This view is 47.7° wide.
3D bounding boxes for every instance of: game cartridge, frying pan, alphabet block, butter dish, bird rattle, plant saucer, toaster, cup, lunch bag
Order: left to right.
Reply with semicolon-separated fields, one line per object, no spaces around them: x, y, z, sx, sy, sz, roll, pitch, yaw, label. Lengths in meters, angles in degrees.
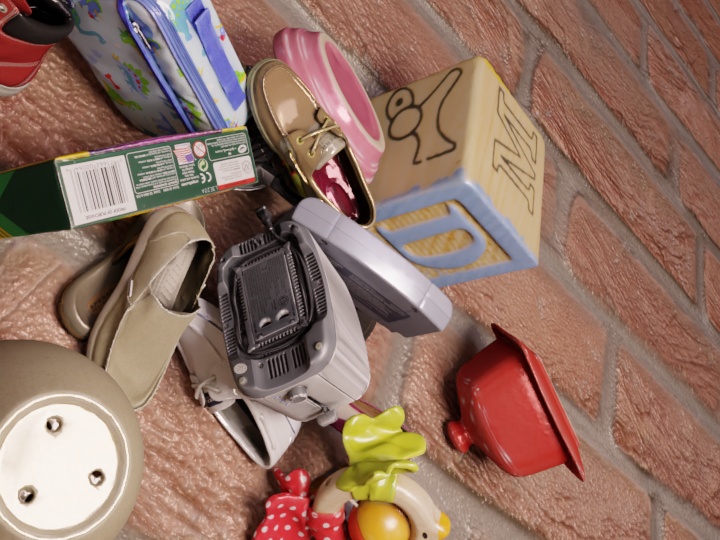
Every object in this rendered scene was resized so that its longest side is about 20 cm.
-0.244;0.147;0.614;0.197;0.142;0.205;8;76;-34;cup
-0.193;-0.209;0.780;0.083;0.158;0.201;-58;149;-25;lunch bag
-0.122;-0.104;0.880;0.189;0.031;0.114;41;36;27;frying pan
-0.064;0.050;0.796;0.129;0.112;0.203;52;17;-54;toaster
-0.028;-0.195;0.943;0.202;0.050;0.202;55;19;-28;plant saucer
-0.003;0.245;0.811;0.163;0.200;0.113;43;20;-10;bird rattle
0.000;0.000;0.862;0.199;0.133;0.041;37;75;-13;game cartridge
0.117;-0.120;1.071;0.196;0.193;0.203;42;49;-41;alphabet block
0.183;0.191;1.074;0.200;0.146;0.202;-107;172;-86;butter dish

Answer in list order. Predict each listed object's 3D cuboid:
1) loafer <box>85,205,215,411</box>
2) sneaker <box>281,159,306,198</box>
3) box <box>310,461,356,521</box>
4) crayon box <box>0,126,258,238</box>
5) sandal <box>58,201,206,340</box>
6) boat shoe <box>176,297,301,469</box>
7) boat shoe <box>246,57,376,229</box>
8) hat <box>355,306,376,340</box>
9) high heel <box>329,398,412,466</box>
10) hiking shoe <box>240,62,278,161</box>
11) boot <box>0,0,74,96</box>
-0.191;0.040;0.748;0.075;0.068;0.204;20;87;-47;loafer
-0.086;-0.161;0.985;0.089;0.078;0.203;-4;66;-46;sneaker
0.020;0.315;0.922;0.118;0.041;0.204;-19;90;-48;box
-0.222;-0.078;0.728;0.198;0.170;0.060;-22;103;-47;crayon box
-0.211;-0.007;0.802;0.081;0.054;0.200;54;44;-15;sandal
-0.134;0.114;0.819;0.201;0.073;0.066;51;41;-16;boat shoe
-0.041;-0.123;0.819;0.074;0.066;0.201;-45;121;-21;boat shoe
-0.022;0.002;0.974;0.198;0.080;0.205;21;59;-39;hat
-0.023;0.136;0.884;0.201;0.096;0.067;53;41;8;high heel
-0.135;-0.196;0.918;0.200;0.076;0.100;48;32;19;hiking shoe
-0.351;-0.218;0.679;0.198;0.143;0.074;6;71;-43;boot
